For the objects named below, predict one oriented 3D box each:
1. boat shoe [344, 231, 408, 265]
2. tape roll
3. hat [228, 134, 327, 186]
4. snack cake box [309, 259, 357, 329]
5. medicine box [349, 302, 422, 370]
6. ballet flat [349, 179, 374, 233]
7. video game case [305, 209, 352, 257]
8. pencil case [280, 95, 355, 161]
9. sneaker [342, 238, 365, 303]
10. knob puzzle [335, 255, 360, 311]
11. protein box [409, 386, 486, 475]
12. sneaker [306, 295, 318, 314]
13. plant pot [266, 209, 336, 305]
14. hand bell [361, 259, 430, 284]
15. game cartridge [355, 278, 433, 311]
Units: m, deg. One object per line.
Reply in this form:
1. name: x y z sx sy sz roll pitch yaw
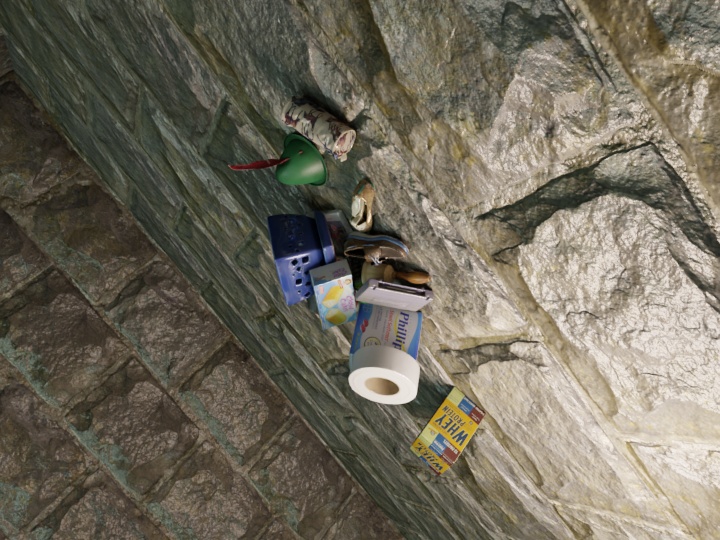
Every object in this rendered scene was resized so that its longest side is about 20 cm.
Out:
1. boat shoe: 0.041 -0.051 1.436 0.196 0.074 0.073 10 152 36
2. tape roll: 0.065 0.294 1.460 0.196 0.072 0.205 9 142 7
3. hat: -0.215 -0.260 1.445 0.197 0.176 0.168 15 140 45
4. snack cake box: -0.077 0.073 1.530 0.203 0.112 0.068 83 169 -47
5. medicine box: 0.077 0.211 1.561 0.194 0.186 0.104 9 144 6
6. ballet flat: -0.003 -0.157 1.397 0.070 0.065 0.202 32 150 20
7. video game case: -0.072 -0.096 1.621 0.180 0.023 0.203 6 131 53
8. pencil case: -0.107 -0.351 1.281 0.198 0.077 0.091 36 131 19
9. sneaker: 0.000 0.000 1.536 0.076 0.085 0.205 -17 105 14
10. knob puzzle: -0.065 0.045 1.647 0.215 0.030 0.227 12 110 35
11. protein box: 0.285 0.535 1.733 0.134 0.200 0.200 37 151 15
12. sneaker: -0.176 0.059 1.784 0.201 0.074 0.107 48 127 10
13. plant pot: -0.167 -0.049 1.557 0.203 0.174 0.203 80 174 -46
14. hand bell: 0.109 0.014 1.466 0.196 0.105 0.106 3 132 37
15. game cartridge: 0.093 0.070 1.474 0.194 0.040 0.129 11 161 -16
